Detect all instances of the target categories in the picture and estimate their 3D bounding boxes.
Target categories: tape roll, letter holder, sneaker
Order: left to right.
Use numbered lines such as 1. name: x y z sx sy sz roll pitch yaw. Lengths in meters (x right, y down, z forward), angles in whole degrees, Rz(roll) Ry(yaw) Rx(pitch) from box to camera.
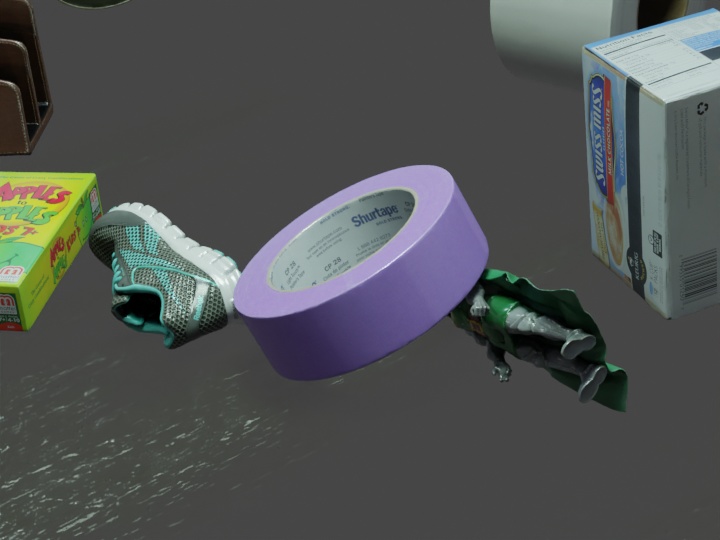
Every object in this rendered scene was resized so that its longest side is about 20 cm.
1. letter holder: -0.428 -0.198 1.869 0.198 0.143 0.101 -1 30 7
2. sneaker: -0.181 0.006 1.552 0.091 0.078 0.199 -31 37 -30
3. tape roll: 0.000 0.000 1.460 0.199 0.066 0.200 -27 22 12
4. tape roll: 0.238 -0.273 1.817 0.139 0.204 0.202 17 37 33

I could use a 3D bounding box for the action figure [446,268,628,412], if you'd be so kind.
1. action figure: 0.113 0.042 1.425 0.055 0.119 0.200 -35 31 -21

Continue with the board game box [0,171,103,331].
1. board game box: -0.310 -0.020 1.641 0.101 0.048 0.200 1 31 13

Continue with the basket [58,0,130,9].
1. basket: -0.337 -0.408 2.224 0.179 0.137 0.200 -24 31 -19

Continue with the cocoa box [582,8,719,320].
1. cocoa box: 0.268 -0.088 1.498 0.133 0.201 0.131 -17 32 -17
